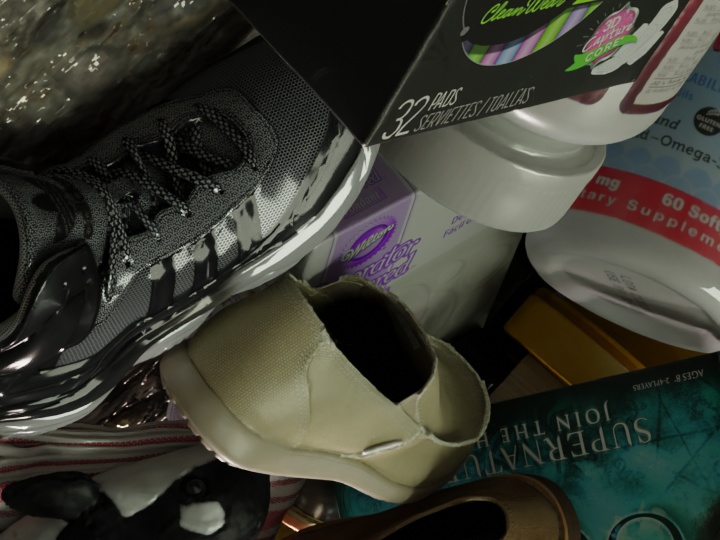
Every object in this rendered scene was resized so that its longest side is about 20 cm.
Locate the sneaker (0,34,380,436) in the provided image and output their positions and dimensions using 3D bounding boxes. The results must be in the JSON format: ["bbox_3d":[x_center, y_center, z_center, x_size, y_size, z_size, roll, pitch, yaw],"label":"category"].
[{"bbox_3d":[-0.077,-0.022,0.715,0.200,0.076,0.114,-41,162,5],"label":"sneaker"}]

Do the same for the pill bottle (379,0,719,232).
[{"bbox_3d":[0.085,-0.116,0.768,0.109,0.110,0.200,-16,146,-50],"label":"pill bottle"}]

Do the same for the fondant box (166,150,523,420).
[{"bbox_3d":[0.000,0.000,0.926,0.144,0.058,0.200,-29,155,-29],"label":"fondant box"}]

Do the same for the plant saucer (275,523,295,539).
[{"bbox_3d":[0.046,0.141,1.119,0.200,0.200,0.048,-5,119,-58],"label":"plant saucer"}]

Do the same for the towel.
[{"bbox_3d":[-0.109,0.118,0.937,0.146,0.030,0.200,-3,146,-22],"label":"towel"}]

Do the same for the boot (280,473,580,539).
[{"bbox_3d":[-0.010,0.136,0.904,0.200,0.074,0.075,-28,163,22],"label":"boot"}]

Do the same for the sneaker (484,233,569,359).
[{"bbox_3d":[0.104,-0.012,1.071,0.099,0.070,0.200,-28,155,-27],"label":"sneaker"}]

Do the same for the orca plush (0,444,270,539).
[{"bbox_3d":[-0.124,0.135,0.856,0.200,0.071,0.105,-15,149,-4],"label":"orca plush"}]

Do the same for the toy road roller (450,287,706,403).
[{"bbox_3d":[0.125,0.063,1.026,0.146,0.123,0.200,-49,159,1],"label":"toy road roller"}]

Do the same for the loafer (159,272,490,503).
[{"bbox_3d":[0.004,0.044,0.836,0.068,0.076,0.200,-42,159,20],"label":"loafer"}]

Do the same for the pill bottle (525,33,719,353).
[{"bbox_3d":[0.155,-0.074,0.913,0.200,0.109,0.109,-65,163,-13],"label":"pill bottle"}]

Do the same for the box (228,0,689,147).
[{"bbox_3d":[0.052,-0.157,0.614,0.148,0.124,0.200,-18,148,-48],"label":"box"}]

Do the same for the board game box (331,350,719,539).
[{"bbox_3d":[0.084,0.120,0.922,0.200,0.136,0.028,-16,174,32],"label":"board game box"}]

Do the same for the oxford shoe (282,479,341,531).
[{"bbox_3d":[0.004,0.073,1.054,0.073,0.071,0.200,-61,170,23],"label":"oxford shoe"}]
